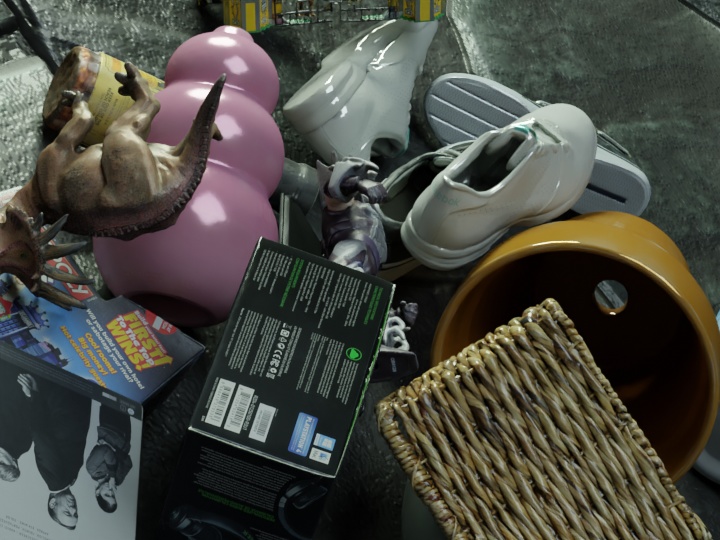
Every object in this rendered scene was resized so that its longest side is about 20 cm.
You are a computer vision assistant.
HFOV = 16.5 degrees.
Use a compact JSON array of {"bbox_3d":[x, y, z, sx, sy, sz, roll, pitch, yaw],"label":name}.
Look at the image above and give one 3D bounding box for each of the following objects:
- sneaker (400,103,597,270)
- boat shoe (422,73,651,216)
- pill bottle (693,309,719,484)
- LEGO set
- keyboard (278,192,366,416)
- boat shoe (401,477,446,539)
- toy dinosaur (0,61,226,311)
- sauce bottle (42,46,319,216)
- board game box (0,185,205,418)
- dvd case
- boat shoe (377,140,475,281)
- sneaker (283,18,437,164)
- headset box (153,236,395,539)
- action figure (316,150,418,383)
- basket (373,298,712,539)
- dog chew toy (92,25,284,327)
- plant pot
[{"bbox_3d":[0.112,-0.077,1.748,0.075,0.089,0.200,36,47,17],"label":"sneaker"},{"bbox_3d":[0.135,-0.098,1.952,0.199,0.072,0.071,29,19,-13],"label":"boat shoe"},{"bbox_3d":[0.315,0.071,1.904,0.109,0.109,0.200,39,40,-3],"label":"pill bottle"},{"bbox_3d":[-0.027,-0.257,1.851,0.198,0.117,0.154,-1,26,0],"label":"LEGO set"},{"bbox_3d":[-0.027,0.038,1.670,0.128,0.020,0.200,59,14,-24],"label":"keyboard"},{"bbox_3d":[0.079,0.212,1.627,0.063,0.071,0.201,5,60,-35],"label":"boat shoe"},{"bbox_3d":[-0.154,-0.044,1.509,0.086,0.199,0.136,53,30,-35],"label":"toy dinosaur"},{"bbox_3d":[-0.123,-0.091,1.734,0.199,0.066,0.066,24,43,-23],"label":"sauce bottle"},{"bbox_3d":[-0.204,0.051,1.543,0.199,0.062,0.201,-19,67,-48],"label":"board game box"},{"bbox_3d":[-0.193,0.130,1.401,0.150,0.025,0.201,27,41,-27],"label":"dvd case"},{"bbox_3d":[0.061,-0.052,1.821,0.072,0.071,0.200,45,42,6],"label":"boat shoe"},{"bbox_3d":[0.014,-0.132,1.875,0.089,0.075,0.200,54,40,-11],"label":"sneaker"},{"bbox_3d":[-0.062,0.117,1.501,0.092,0.201,0.175,19,41,-1],"label":"headset box"},{"bbox_3d":[0.000,0.000,1.643,0.200,0.069,0.131,-84,154,-62],"label":"action figure"},{"bbox_3d":[0.107,0.145,1.603,0.148,0.143,0.201,-32,82,-12],"label":"basket"},{"bbox_3d":[-0.105,-0.067,1.646,0.124,0.124,0.202,21,69,-23],"label":"dog chew toy"},{"bbox_3d":[0.164,0.045,1.760,0.200,0.200,0.183,40,25,-2],"label":"plant pot"}]
